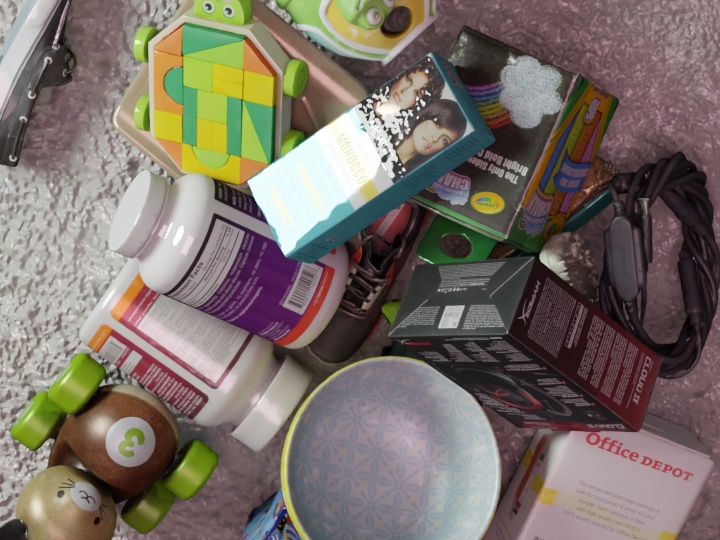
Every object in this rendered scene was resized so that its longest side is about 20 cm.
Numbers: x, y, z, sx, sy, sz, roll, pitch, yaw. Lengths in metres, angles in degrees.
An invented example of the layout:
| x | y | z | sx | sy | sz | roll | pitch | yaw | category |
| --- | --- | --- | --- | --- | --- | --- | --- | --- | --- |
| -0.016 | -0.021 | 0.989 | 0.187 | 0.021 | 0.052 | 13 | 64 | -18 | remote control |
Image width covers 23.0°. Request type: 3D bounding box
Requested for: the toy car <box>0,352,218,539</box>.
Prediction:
| x | y | z | sx | sy | sz | roll | pitch | yaw | category |
| --- | --- | --- | --- | --- | --- | --- | --- | --- | --- |
| -0.255 | 0.209 | 1.610 | 0.164 | 0.200 | 0.158 | 39 | 133 | -11 | toy car |

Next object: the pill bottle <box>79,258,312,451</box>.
| x | y | z | sx | sy | sz | roll | pitch | yaw | category |
| --- | --- | --- | --- | --- | --- | --- | --- | --- | --- |
| -0.151 | 0.075 | 1.636 | 0.200 | 0.110 | 0.110 | 36 | 102 | -6 | pill bottle |

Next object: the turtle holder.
| x | y | z | sx | sy | sz | roll | pitch | yaw | category |
| --- | --- | --- | --- | --- | --- | --- | --- | --- | --- |
| 0.007 | -0.250 | 1.513 | 0.141 | 0.185 | 0.132 | -43 | 95 | -17 | turtle holder |

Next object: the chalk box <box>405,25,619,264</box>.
| x | y | z | sx | sy | sz | roll | pitch | yaw | category |
| --- | --- | --- | --- | --- | --- | --- | --- | --- | --- |
| 0.118 | -0.090 | 1.543 | 0.125 | 0.124 | 0.200 | 27 | 96 | 25 | chalk box |

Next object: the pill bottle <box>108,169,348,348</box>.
| x | y | z | sx | sy | sz | roll | pitch | yaw | category |
| --- | --- | --- | --- | --- | --- | --- | --- | --- | --- |
| -0.117 | -0.014 | 1.571 | 0.200 | 0.112 | 0.113 | 25 | 104 | -22 | pill bottle |

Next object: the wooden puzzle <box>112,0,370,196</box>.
| x | y | z | sx | sy | sz | roll | pitch | yaw | category |
| --- | --- | --- | --- | --- | --- | --- | --- | --- | --- |
| -0.106 | -0.149 | 1.591 | 0.185 | 0.046 | 0.200 | 39 | 127 | -3 | wooden puzzle |

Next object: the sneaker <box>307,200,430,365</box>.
| x | y | z | sx | sy | sz | roll | pitch | yaw | category |
| --- | --- | --- | --- | --- | --- | --- | --- | --- | --- |
| 0.000 | 0.000 | 1.624 | 0.077 | 0.082 | 0.200 | 23 | 103 | -3 | sneaker |

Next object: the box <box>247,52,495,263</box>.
| x | y | z | sx | sy | sz | roll | pitch | yaw | category |
| --- | --- | --- | --- | --- | --- | --- | --- | --- | --- |
| 0.008 | -0.093 | 1.498 | 0.200 | 0.049 | 0.082 | -34 | 71 | 18 | box |

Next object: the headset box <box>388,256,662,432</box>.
| x | y | z | sx | sy | sz | roll | pitch | yaw | category |
| --- | --- | --- | --- | --- | --- | --- | --- | --- | --- |
| 0.148 | 0.071 | 1.514 | 0.200 | 0.149 | 0.075 | 36 | 66 | -32 | headset box |

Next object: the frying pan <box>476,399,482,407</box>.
| x | y | z | sx | sy | sz | roll | pitch | yaw | category |
| --- | --- | --- | --- | --- | --- | --- | --- | --- | --- |
| 0.103 | 0.202 | 1.666 | 0.115 | 0.031 | 0.190 | 20 | 108 | -42 | frying pan |

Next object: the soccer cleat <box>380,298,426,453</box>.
| x | y | z | sx | sy | sz | roll | pitch | yaw | category |
| --- | --- | --- | --- | --- | --- | --- | --- | --- | --- |
| 0.049 | 0.116 | 1.657 | 0.081 | 0.068 | 0.200 | 15 | 118 | 22 | soccer cleat |

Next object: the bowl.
| x | y | z | sx | sy | sz | roll | pitch | yaw | category |
| --- | --- | --- | --- | --- | --- | --- | --- | --- | --- |
| 0.014 | 0.182 | 1.582 | 0.200 | 0.108 | 0.201 | 3 | 79 | -17 | bowl |

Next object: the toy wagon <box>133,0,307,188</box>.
| x | y | z | sx | sy | sz | roll | pitch | yaw | category |
| --- | --- | --- | --- | --- | --- | --- | --- | --- | --- |
| -0.123 | -0.170 | 1.532 | 0.155 | 0.040 | 0.200 | 14 | 125 | 15 | toy wagon |

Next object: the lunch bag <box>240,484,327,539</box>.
| x | y | z | sx | sy | sz | roll | pitch | yaw | category |
| --- | --- | --- | --- | --- | --- | --- | --- | --- | --- |
| -0.010 | 0.283 | 1.656 | 0.200 | 0.151 | 0.094 | 37 | 103 | -5 | lunch bag |

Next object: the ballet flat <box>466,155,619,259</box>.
| x | y | z | sx | sy | sz | roll | pitch | yaw | category |
| --- | --- | --- | --- | --- | --- | --- | --- | --- | --- |
| 0.149 | -0.038 | 1.627 | 0.200 | 0.071 | 0.065 | -40 | 71 | 8 | ballet flat |

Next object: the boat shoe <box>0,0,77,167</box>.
| x | y | z | sx | sy | sz | roll | pitch | yaw | category |
| --- | --- | --- | --- | --- | --- | --- | --- | --- | --- |
| -0.294 | -0.183 | 1.609 | 0.066 | 0.070 | 0.200 | 24 | 101 | -21 | boat shoe |

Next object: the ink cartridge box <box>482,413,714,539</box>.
| x | y | z | sx | sy | sz | roll | pitch | yaw | category |
| --- | --- | --- | --- | --- | --- | --- | --- | --- | --- |
| 0.217 | 0.223 | 1.653 | 0.145 | 0.083 | 0.200 | 22 | 104 | -14 | ink cartridge box |

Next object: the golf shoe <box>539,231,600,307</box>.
| x | y | z | sx | sy | sz | roll | pitch | yaw | category |
| --- | --- | --- | --- | --- | --- | --- | --- | --- | --- |
| 0.171 | 0.038 | 1.586 | 0.097 | 0.078 | 0.200 | -5 | 146 | 15 | golf shoe |

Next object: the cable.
| x | y | z | sx | sy | sz | roll | pitch | yaw | category |
| --- | --- | --- | --- | --- | --- | --- | --- | --- | --- |
| 0.270 | -0.002 | 1.584 | 0.051 | 0.163 | 0.200 | 1 | 107 | 39 | cable |
